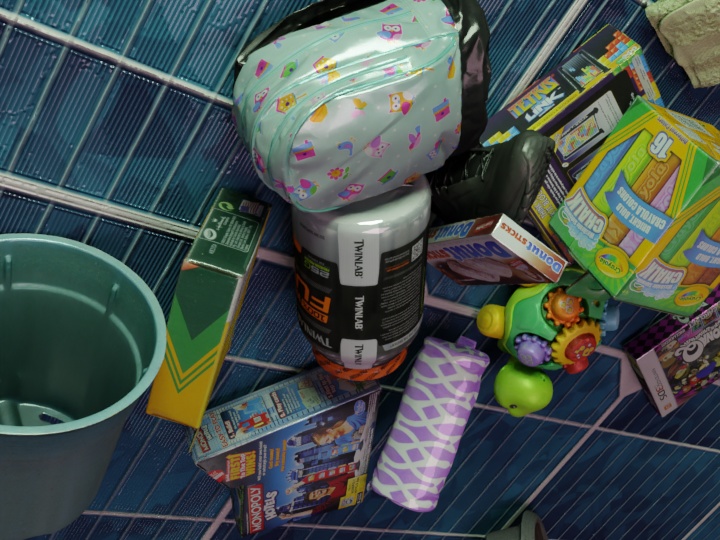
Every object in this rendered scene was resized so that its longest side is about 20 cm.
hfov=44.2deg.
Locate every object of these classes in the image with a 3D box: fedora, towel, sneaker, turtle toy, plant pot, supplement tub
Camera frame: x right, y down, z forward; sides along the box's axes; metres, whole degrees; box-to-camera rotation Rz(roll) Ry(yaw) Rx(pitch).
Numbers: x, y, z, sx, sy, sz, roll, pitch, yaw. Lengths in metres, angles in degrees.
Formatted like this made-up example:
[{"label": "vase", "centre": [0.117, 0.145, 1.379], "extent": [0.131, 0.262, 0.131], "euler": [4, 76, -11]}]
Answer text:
[{"label": "fedora", "centre": [0.234, 0.454, 1.331], "extent": [0.090, 0.177, 0.200], "euler": [-8, 147, 18]}, {"label": "towel", "centre": [0.381, -0.244, 0.818], "extent": [0.200, 0.037, 0.148], "euler": [-23, 146, 34]}, {"label": "sneaker", "centre": [0.105, -0.074, 0.785], "extent": [0.076, 0.091, 0.200], "euler": [-63, -178, -19]}, {"label": "turtle toy", "centre": [0.214, 0.076, 1.011], "extent": [0.146, 0.101, 0.200], "euler": [12, 121, -35]}, {"label": "plant pot", "centre": [-0.276, 0.107, 0.727], "extent": [0.200, 0.200, 0.196], "euler": [-2, 137, -27]}, {"label": "supplement tub", "centre": [0.000, 0.000, 0.816], "extent": [0.122, 0.123, 0.200], "euler": [-14, 132, -17]}]

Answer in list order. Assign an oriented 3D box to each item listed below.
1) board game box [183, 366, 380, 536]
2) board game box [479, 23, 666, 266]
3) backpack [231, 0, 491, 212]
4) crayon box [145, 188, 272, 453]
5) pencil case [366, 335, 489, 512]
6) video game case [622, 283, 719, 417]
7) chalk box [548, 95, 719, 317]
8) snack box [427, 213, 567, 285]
[{"label": "board game box", "centre": [-0.090, 0.197, 0.971], "extent": [0.200, 0.062, 0.200], "euler": [-9, 132, -21]}, {"label": "board game box", "centre": [0.226, -0.117, 0.885], "extent": [0.165, 0.057, 0.200], "euler": [-37, 136, 8]}, {"label": "backpack", "centre": [0.001, -0.134, 0.696], "extent": [0.200, 0.127, 0.167], "euler": [-20, 134, -14]}, {"label": "crayon box", "centre": [-0.136, 0.045, 0.776], "extent": [0.051, 0.127, 0.200], "euler": [17, 121, -5]}, {"label": "pencil case", "centre": [0.080, 0.172, 0.996], "extent": [0.085, 0.084, 0.200], "euler": [10, 102, -62]}, {"label": "video game case", "centre": [0.468, 0.098, 1.213], "extent": [0.200, 0.036, 0.181], "euler": [-35, 137, 3]}, {"label": "chalk box", "centre": [0.279, -0.040, 0.852], "extent": [0.125, 0.124, 0.200], "euler": [10, 123, -34]}, {"label": "snack box", "centre": [0.109, -0.015, 0.810], "extent": [0.072, 0.200, 0.024], "euler": [36, 79, -13]}]
